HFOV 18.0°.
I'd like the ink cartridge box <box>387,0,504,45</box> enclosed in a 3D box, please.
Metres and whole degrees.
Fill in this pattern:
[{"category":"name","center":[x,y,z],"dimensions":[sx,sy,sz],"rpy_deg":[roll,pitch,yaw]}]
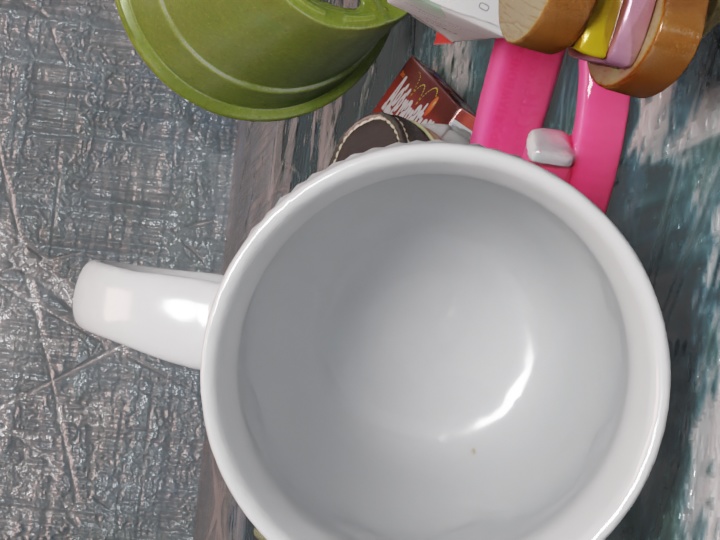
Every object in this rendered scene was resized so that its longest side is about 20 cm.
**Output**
[{"category":"ink cartridge box","center":[0.059,-0.172,0.919],"dimensions":[0.161,0.050,0.200],"rpy_deg":[-65,10,2]}]

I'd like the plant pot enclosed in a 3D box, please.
[{"category":"plant pot","center":[-0.038,-0.199,1.413],"dimensions":[0.190,0.200,0.200],"rpy_deg":[178,98,-71]}]

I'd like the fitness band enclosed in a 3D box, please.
[{"category":"fitness band","center":[0.071,-0.051,0.935],"dimensions":[0.144,0.037,0.200],"rpy_deg":[-91,12,-46]}]

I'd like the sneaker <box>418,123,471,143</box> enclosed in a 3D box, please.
[{"category":"sneaker","center":[0.030,0.016,1.095],"dimensions":[0.200,0.078,0.099],"rpy_deg":[91,172,-49]}]

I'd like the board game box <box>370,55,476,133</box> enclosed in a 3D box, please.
[{"category":"board game box","center":[0.018,-0.059,1.248],"dimensions":[0.103,0.019,0.200],"rpy_deg":[-54,12,7]}]

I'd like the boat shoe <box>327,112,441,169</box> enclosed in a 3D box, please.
[{"category":"boat shoe","center":[0.000,0.000,0.949],"dimensions":[0.073,0.065,0.200],"rpy_deg":[-31,37,29]}]

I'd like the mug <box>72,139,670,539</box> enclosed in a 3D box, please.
[{"category":"mug","center":[-0.001,0.024,0.791],"dimensions":[0.175,0.200,0.148],"rpy_deg":[-71,-9,-87]}]

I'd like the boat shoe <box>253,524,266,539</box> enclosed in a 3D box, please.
[{"category":"boat shoe","center":[-0.020,0.122,1.127],"dimensions":[0.072,0.066,0.201],"rpy_deg":[149,104,-84]}]

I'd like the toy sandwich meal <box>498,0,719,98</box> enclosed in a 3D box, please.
[{"category":"toy sandwich meal","center":[0.092,-0.157,0.726],"dimensions":[0.205,0.070,0.205],"rpy_deg":[-173,90,-83]}]
